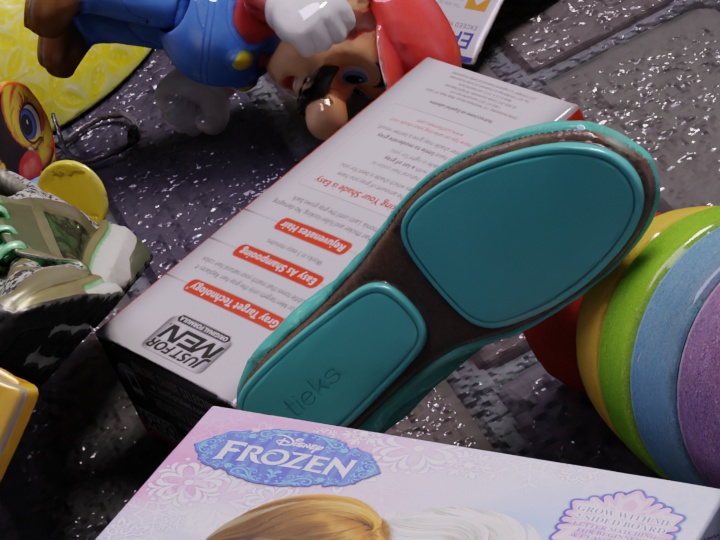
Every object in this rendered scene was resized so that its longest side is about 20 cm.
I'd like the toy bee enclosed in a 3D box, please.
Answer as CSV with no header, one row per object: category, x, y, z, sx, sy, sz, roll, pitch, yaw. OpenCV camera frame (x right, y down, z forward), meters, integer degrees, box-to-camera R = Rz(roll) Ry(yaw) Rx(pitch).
toy bee,-0.179,-0.042,1.249,0.131,0.109,0.200,-20,35,9

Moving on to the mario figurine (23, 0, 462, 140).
mario figurine,-0.054,-0.096,1.247,0.200,0.106,0.123,7,19,5

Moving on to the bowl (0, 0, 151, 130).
bowl,-0.209,-0.153,1.412,0.200,0.108,0.200,-16,35,11

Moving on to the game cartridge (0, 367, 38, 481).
game cartridge,-0.228,0.096,0.932,0.176,0.032,0.200,24,93,7

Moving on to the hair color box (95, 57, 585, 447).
hair color box,0.000,0.000,1.128,0.200,0.061,0.101,-40,37,-22

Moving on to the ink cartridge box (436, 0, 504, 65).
ink cartridge box,0.036,-0.196,1.357,0.196,0.043,0.200,17,78,43

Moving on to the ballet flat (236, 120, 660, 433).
ballet flat,0.033,0.000,0.996,0.200,0.067,0.070,-38,4,30

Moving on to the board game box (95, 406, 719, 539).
board game box,-0.006,0.125,0.876,0.200,0.041,0.200,8,33,24

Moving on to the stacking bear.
stacking bear,0.129,0.025,0.981,0.114,0.122,0.200,0,11,-27

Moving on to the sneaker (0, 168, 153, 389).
sneaker,-0.147,0.001,1.101,0.077,0.089,0.200,-47,4,6
